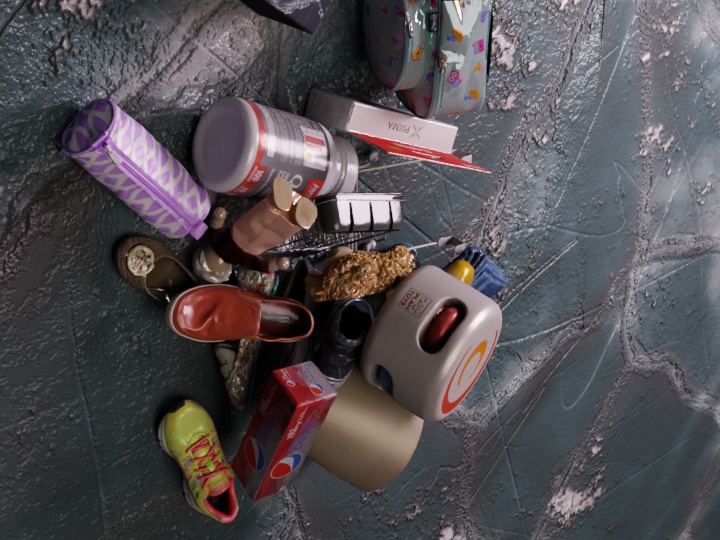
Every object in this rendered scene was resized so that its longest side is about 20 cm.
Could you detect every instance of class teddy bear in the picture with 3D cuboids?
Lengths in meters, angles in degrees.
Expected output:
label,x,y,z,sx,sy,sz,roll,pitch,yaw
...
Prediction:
label,x,y,z,sx,sy,sz,roll,pitch,yaw
teddy bear,0.000,0.000,1.633,0.199,0.144,0.068,-7,90,-52

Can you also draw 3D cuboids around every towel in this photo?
label,x,y,z,sx,sy,sz,roll,pitch,yaw
towel,0.155,0.023,1.831,0.111,0.049,0.200,-39,166,6

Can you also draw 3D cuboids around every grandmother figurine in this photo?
label,x,y,z,sx,sy,sz,roll,pitch,yaw
grandmother figurine,-0.139,-0.038,1.530,0.121,0.199,0.061,46,42,-18

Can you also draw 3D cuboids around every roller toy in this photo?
label,x,y,z,sx,sy,sz,roll,pitch,yaw
roller toy,0.091,0.092,1.655,0.182,0.139,0.202,-21,138,-60

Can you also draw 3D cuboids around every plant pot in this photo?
label,x,y,z,sx,sy,sz,roll,pitch,yaw
plant pot,-0.042,0.189,1.739,0.199,0.187,0.189,27,92,-31

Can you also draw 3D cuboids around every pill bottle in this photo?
label,x,y,z,sx,sy,sz,roll,pitch,yaw
pill bottle,-0.102,-0.140,1.544,0.199,0.115,0.117,10,104,-46

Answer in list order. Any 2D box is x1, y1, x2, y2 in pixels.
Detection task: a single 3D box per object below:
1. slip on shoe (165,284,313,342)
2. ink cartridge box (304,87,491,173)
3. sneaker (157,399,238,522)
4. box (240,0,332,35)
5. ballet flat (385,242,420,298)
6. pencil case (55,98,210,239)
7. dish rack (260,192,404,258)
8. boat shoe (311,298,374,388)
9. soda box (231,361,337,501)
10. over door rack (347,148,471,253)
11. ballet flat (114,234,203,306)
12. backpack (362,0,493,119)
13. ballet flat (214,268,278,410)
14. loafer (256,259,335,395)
label,x,y,z,sx,sy,sz,roll,pitch,yaw
slip on shoe,-0.148,0.058,1.562,0.198,0.061,0.075,7,87,-26
ink cartridge box,0.055,-0.183,1.621,0.198,0.175,0.045,6,105,-43
sneaker,-0.208,0.260,1.671,0.078,0.090,0.202,-33,128,-22
box,-0.101,-0.411,1.413,0.199,0.117,0.198,27,92,-47
ballet flat,0.066,0.058,1.824,0.073,0.073,0.202,-29,123,-27
pencil case,-0.258,-0.116,1.442,0.084,0.085,0.200,-52,136,-5
dish rack,-0.053,-0.052,1.599,0.152,0.199,0.055,-3,80,-47
boat shoe,-0.008,0.076,1.697,0.091,0.070,0.201,-61,-178,32
soda box,-0.103,0.210,1.614,0.069,0.064,0.201,-13,142,-38
over door rack,0.050,-0.092,1.729,0.197,0.067,0.150,-7,116,-16
ballet flat,-0.234,0.022,1.559,0.068,0.046,0.200,-51,135,-10
backpack,0.089,-0.297,1.600,0.152,0.176,0.202,-18,121,-16
ballet flat,-0.160,0.087,1.655,0.063,0.076,0.203,11,100,-12
loafer,-0.098,0.076,1.660,0.073,0.072,0.201,55,41,-36
